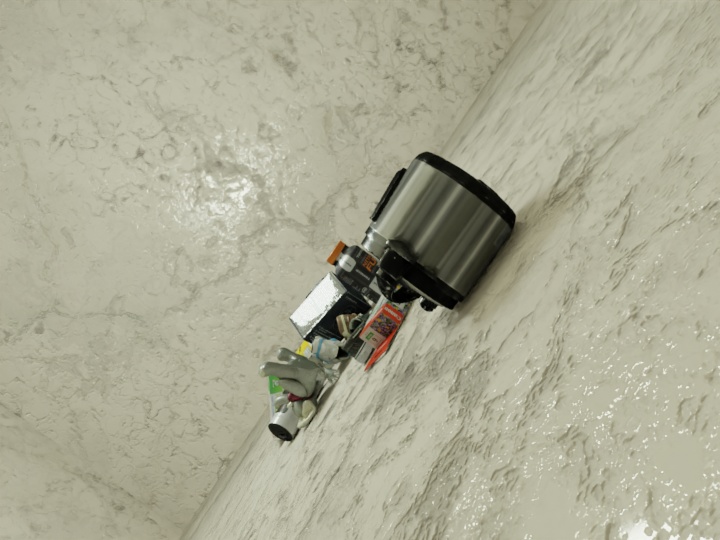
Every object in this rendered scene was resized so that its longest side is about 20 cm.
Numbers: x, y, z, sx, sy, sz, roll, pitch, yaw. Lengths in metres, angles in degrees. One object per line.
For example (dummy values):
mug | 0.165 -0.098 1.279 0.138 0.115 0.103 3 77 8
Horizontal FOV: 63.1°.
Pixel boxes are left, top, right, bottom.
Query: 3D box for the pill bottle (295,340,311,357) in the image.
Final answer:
pill bottle | -0.146 0.270 1.958 0.201 0.111 0.112 -53 3 25

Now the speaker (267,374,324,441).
speaker | -0.178 0.376 1.647 0.201 0.081 0.081 -58 4 -40

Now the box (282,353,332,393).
box | -0.167 0.340 1.843 0.200 0.077 0.095 -52 5 49

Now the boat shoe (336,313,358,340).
boat shoe | -0.019 0.160 1.685 0.074 0.076 0.202 -17 -7 1

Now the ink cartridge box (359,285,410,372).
ink cartridge box | 0.049 0.102 1.210 0.109 0.050 0.201 -53 4 47

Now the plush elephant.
plush elephant | -0.164 0.312 1.534 0.165 0.197 0.157 -62 -16 -77

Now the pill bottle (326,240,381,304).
pill bottle | 0.000 0.000 1.674 0.107 0.199 0.106 -55 3 5

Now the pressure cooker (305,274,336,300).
pressure cooker | -0.094 0.114 2.082 0.201 0.174 0.180 -56 -22 -34

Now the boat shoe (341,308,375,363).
boat shoe | 0.010 0.130 1.340 0.072 0.070 0.200 -54 3 26

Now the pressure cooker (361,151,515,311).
pressure cooker | 0.097 -0.041 0.822 0.201 0.175 0.179 -56 27 6

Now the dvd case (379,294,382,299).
dvd case | 0.121 -0.011 1.574 0.146 0.022 0.201 -53 5 46

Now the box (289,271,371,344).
box | -0.092 0.130 1.800 0.200 0.107 0.148 -47 -39 6

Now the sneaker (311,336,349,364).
sneaker | -0.064 0.227 1.596 0.200 0.085 0.076 28 -107 -72

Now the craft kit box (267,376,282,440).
craft kit box | -0.265 0.420 1.847 0.197 0.048 0.204 141 125 -74
